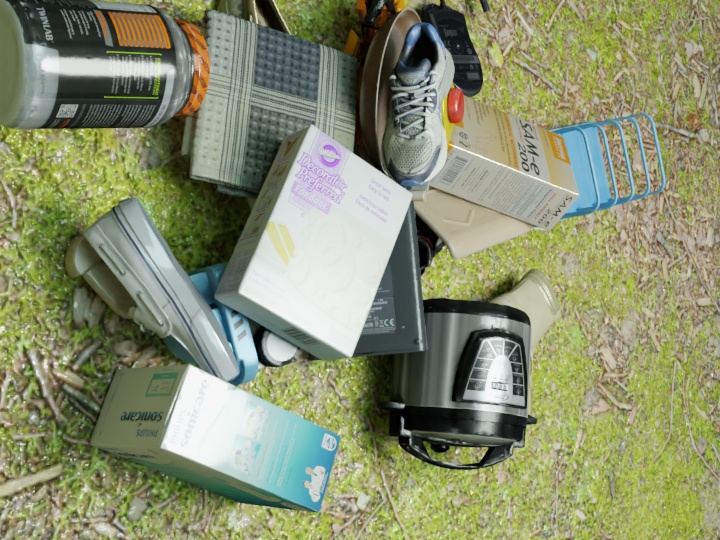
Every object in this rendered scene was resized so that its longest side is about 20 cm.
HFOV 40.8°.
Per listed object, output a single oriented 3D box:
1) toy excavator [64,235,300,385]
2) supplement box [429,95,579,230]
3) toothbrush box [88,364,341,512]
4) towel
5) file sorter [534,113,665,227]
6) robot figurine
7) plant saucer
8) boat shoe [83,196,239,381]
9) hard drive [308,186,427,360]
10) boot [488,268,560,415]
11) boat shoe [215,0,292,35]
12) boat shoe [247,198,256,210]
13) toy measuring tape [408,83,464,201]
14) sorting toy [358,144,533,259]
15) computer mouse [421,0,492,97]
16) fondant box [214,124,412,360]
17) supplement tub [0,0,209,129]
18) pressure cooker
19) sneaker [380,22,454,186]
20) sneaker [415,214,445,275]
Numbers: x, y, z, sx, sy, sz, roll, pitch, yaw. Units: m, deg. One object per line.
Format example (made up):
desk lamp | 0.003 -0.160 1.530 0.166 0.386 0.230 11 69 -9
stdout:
toy excavator | -0.184 0.037 1.001 0.199 0.100 0.195 -18 95 -33
supplement box | 0.174 -0.146 1.254 0.199 0.074 0.126 18 42 -20
toothbrush box | -0.145 0.171 0.976 0.200 0.146 0.086 30 65 -34
towel | -0.095 -0.169 1.066 0.192 0.035 0.201 12 73 -26
file sorter | 0.356 -0.158 1.477 0.200 0.122 0.139 -16 96 -42
robot figurine | 0.013 -0.264 1.205 0.145 0.058 0.201 71 32 -61
plant saucer | 0.038 -0.211 1.156 0.200 0.032 0.201 9 90 -73
boat shoe | -0.192 0.029 0.933 0.067 0.074 0.200 -32 89 -2
hard drive | 0.000 0.000 1.139 0.033 0.139 0.201 9 76 -80
boot | 0.230 0.112 1.365 0.155 0.073 0.201 -33 116 -48
boat shoe | -0.098 -0.236 1.123 0.073 0.063 0.200 -44 113 -37
boat shoe | -0.084 -0.037 1.100 0.074 0.060 0.201 8 74 -75
toy measuring tape | 0.079 -0.170 1.133 0.074 0.073 0.200 45 44 -28
sorting toy | 0.111 -0.106 1.259 0.185 0.037 0.200 -19 63 -45
computer mouse | 0.135 -0.333 1.357 0.140 0.046 0.201 -15 83 -37
fondant box | -0.045 -0.028 1.007 0.144 0.058 0.201 32 65 -26
supplement tub | -0.255 -0.199 0.941 0.199 0.122 0.123 -7 89 -42
pressure cooker | 0.125 0.145 1.200 0.179 0.175 0.201 29 64 -64
sneaker | 0.057 -0.188 1.070 0.085 0.077 0.201 66 27 -60
sneaker | 0.073 -0.027 1.234 0.200 0.084 0.077 -46 115 -35
